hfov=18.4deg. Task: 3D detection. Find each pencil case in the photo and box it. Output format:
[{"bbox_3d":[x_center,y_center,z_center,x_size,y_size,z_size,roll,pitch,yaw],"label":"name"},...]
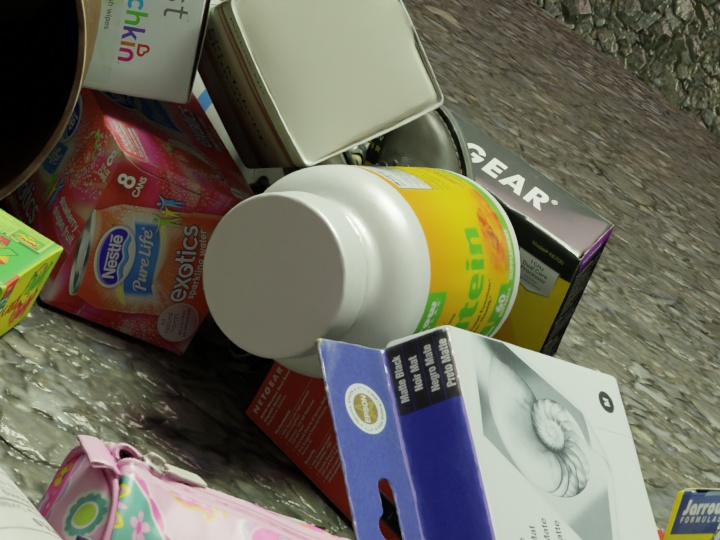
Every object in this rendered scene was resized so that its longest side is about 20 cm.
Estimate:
[{"bbox_3d":[-0.046,0.134,0.915,0.199,0.088,0.088,24,16,-29],"label":"pencil case"}]

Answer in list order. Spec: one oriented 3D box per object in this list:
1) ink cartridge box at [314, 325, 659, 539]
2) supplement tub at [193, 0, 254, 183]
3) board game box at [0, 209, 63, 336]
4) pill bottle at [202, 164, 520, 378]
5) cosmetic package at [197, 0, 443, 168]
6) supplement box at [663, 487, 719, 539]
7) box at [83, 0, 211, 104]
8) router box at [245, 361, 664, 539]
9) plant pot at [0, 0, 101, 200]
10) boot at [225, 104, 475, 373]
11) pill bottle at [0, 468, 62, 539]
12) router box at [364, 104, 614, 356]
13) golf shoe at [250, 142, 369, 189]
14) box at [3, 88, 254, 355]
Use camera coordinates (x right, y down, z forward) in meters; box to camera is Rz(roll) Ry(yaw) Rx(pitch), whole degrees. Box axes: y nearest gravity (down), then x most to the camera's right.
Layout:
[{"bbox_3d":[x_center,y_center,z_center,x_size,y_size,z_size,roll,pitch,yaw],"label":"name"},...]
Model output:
[{"bbox_3d":[0.077,0.128,1.083,0.199,0.040,0.201,15,53,-45],"label":"ink cartridge box"},{"bbox_3d":[-0.134,-0.130,1.486,0.200,0.132,0.132,37,16,23],"label":"supplement tub"},{"bbox_3d":[-0.256,-0.035,1.107,0.199,0.048,0.102,32,15,2],"label":"board game box"},{"bbox_3d":[0.000,0.000,1.184,0.111,0.112,0.200,37,17,20],"label":"pill bottle"},{"bbox_3d":[-0.033,-0.118,1.251,0.104,0.087,0.200,65,-11,-6],"label":"cosmetic package"},{"bbox_3d":[0.260,0.201,1.179,0.199,0.110,0.109,26,-17,-19],"label":"supplement box"},{"bbox_3d":[-0.181,-0.177,1.271,0.175,0.097,0.200,8,20,-12],"label":"box"},{"bbox_3d":[0.061,0.120,1.232,0.179,0.049,0.199,42,18,34],"label":"router box"},{"bbox_3d":[-0.198,-0.141,1.058,0.186,0.188,0.200,30,20,-4],"label":"plant pot"},{"bbox_3d":[-0.010,-0.025,1.327,0.069,0.202,0.174,-1,-13,36],"label":"boot"},{"bbox_3d":[-0.140,0.121,0.707,0.200,0.115,0.114,42,18,35],"label":"pill bottle"},{"bbox_3d":[0.058,-0.026,1.495,0.199,0.150,0.051,36,47,15],"label":"router box"},{"bbox_3d":[-0.020,-0.019,1.437,0.077,0.095,0.201,1,-44,36],"label":"golf shoe"},{"bbox_3d":[-0.140,-0.051,1.284,0.095,0.100,0.200,23,18,-27],"label":"box"}]
